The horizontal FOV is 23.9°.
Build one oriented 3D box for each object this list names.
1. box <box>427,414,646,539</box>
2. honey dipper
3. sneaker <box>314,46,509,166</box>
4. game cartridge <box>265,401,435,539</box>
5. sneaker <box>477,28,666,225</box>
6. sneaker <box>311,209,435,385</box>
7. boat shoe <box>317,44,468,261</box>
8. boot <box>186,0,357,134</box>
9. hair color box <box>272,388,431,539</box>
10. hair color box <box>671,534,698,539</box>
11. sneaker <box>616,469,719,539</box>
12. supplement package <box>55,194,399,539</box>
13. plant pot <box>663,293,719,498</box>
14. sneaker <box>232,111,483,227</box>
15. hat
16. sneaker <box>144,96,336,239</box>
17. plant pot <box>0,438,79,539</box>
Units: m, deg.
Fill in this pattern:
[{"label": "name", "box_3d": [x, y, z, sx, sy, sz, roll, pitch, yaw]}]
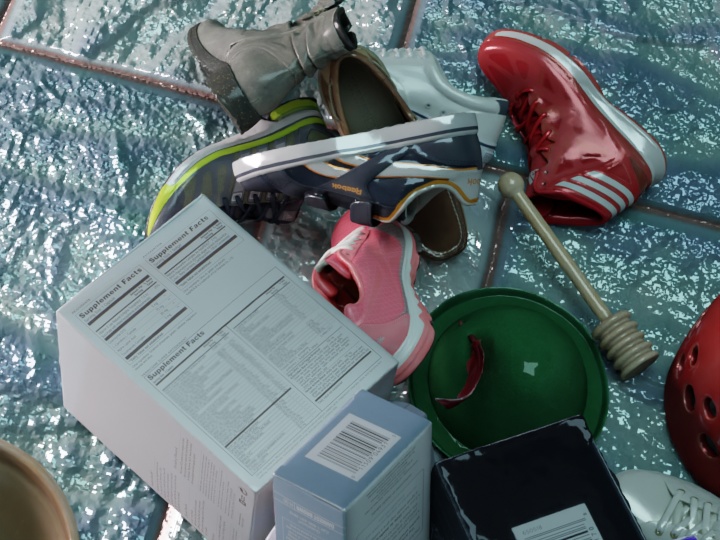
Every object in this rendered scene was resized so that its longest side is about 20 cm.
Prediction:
[{"label": "box", "box_3d": [0.122, 0.240, 1.162, 0.117, 0.200, 0.197, -16, 61, -17]}, {"label": "honey dipper", "box_3d": [0.175, -0.002, 1.399, 0.038, 0.038, 0.200, -26, 72, -21]}, {"label": "sneaker", "box_3d": [0.035, -0.163, 1.465, 0.200, 0.073, 0.071, 27, 97, 0]}, {"label": "game cartridge", "box_3d": [-0.014, 0.193, 1.213, 0.042, 0.133, 0.200, 21, 55, 31]}, {"label": "sneaker", "box_3d": [0.157, -0.119, 1.460, 0.200, 0.078, 0.116, 39, 61, 18]}, {"label": "sneaker", "box_3d": [0.000, 0.000, 1.326, 0.087, 0.074, 0.200, 33, 22, -30]}, {"label": "boat shoe", "box_3d": [0.024, -0.095, 1.397, 0.076, 0.072, 0.200, -33, 93, 0]}, {"label": "boot", "box_3d": [-0.068, -0.188, 1.417, 0.131, 0.068, 0.200, -34, 27, 2]}, {"label": "hair color box", "box_3d": [-0.004, 0.189, 1.128, 0.061, 0.200, 0.099, 23, 44, 28]}, {"label": "hair color box", "box_3d": [0.247, 0.294, 1.166, 0.065, 0.109, 0.200, -15, 43, -17]}, {"label": "sneaker", "box_3d": [0.279, 0.198, 1.278, 0.200, 0.085, 0.073, 27, 61, 11]}, {"label": "supplement package", "box_3d": [-0.101, 0.084, 1.257, 0.200, 0.152, 0.151, 40, 62, 17]}, {"label": "plant pot", "box_3d": [0.351, 0.074, 1.307, 0.200, 0.183, 0.201, 3, 56, -5]}, {"label": "sneaker", "box_3d": [-0.002, -0.070, 1.332, 0.200, 0.078, 0.079, -9, 94, 16]}, {"label": "hat", "box_3d": [0.127, 0.056, 1.288, 0.165, 0.176, 0.200, 5, 58, -4]}, {"label": "sneaker", "box_3d": [-0.092, -0.068, 1.402, 0.200, 0.074, 0.081, -36, 72, -23]}, {"label": "plant pot", "box_3d": [-0.296, 0.217, 1.186, 0.201, 0.093, 0.201, 4, 59, -6]}]
